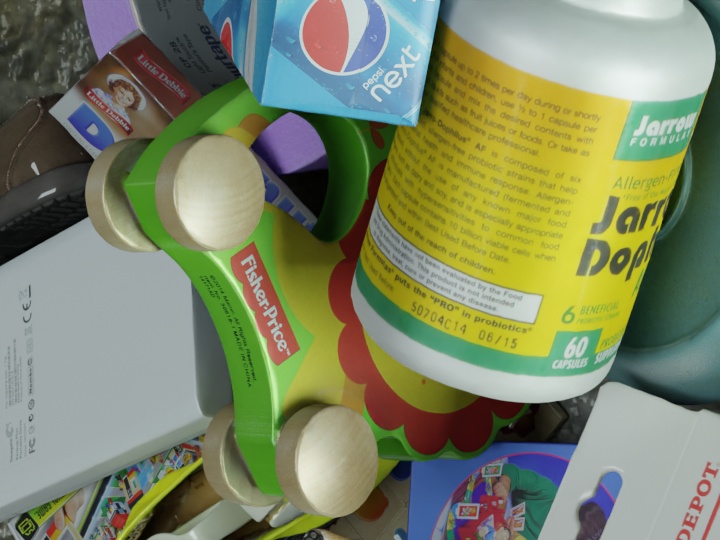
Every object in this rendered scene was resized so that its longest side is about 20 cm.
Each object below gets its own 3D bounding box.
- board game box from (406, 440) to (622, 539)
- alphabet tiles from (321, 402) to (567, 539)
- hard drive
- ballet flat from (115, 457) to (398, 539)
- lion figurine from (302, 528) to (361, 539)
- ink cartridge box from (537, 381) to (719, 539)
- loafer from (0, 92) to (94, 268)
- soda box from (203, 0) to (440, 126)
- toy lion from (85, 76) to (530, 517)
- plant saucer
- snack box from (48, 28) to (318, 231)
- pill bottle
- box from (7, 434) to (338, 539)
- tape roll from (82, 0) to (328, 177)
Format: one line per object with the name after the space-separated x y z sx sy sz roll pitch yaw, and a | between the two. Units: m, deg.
0.084 0.176 1.146 0.134 0.045 0.200 -1 82 34 | board game box
0.013 0.100 1.252 0.167 0.008 0.200 50 123 21 | alphabet tiles
-0.136 0.040 1.311 0.200 0.027 0.132 -26 61 44 | hard drive
-0.050 0.104 1.208 0.200 0.067 0.067 -37 91 36 | ballet flat
-0.022 0.161 1.152 0.200 0.122 0.073 -10 69 48 | lion figurine
0.174 0.133 1.046 0.200 0.067 0.117 22 86 21 | ink cartridge box
-0.205 -0.039 1.369 0.200 0.073 0.071 -21 74 33 | loafer
-0.019 -0.115 1.050 0.200 0.064 0.068 -120 38 -72 | soda box
0.000 0.000 1.107 0.069 0.192 0.200 -1 119 48 | toy lion
0.120 -0.043 1.063 0.200 0.027 0.200 6 97 52 | plant saucer
-0.056 -0.021 1.207 0.200 0.024 0.072 47 144 -6 | snack box
0.073 -0.059 1.010 0.113 0.113 0.200 31 118 30 | pill bottle
-0.090 0.119 1.310 0.200 0.035 0.110 -44 71 34 | box
-0.039 -0.145 1.217 0.200 0.066 0.200 8 103 37 | tape roll
